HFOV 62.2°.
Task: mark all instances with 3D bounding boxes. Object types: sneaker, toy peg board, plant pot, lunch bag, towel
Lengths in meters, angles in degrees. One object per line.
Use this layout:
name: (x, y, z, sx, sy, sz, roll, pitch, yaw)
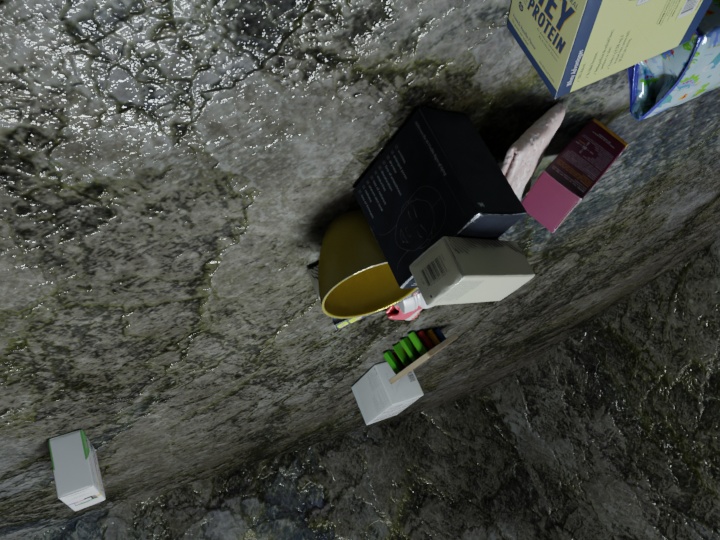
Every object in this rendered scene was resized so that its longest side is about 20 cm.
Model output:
sneaker: (0.131, 0.077, 1.526, 0.086, 0.074, 0.201, -8, 152, -31)
toy peg board: (0.188, 0.259, 1.980, 0.198, 0.098, 0.200, -22, 164, -50)
plant pot: (0.003, -0.024, 1.082, 0.197, 0.143, 0.201, -17, 155, -8)
lunch bag: (0.533, -0.346, 0.953, 0.168, 0.128, 0.201, -22, 147, -7)
towel: (0.280, -0.173, 1.039, 0.200, 0.032, 0.192, -43, 156, -41)

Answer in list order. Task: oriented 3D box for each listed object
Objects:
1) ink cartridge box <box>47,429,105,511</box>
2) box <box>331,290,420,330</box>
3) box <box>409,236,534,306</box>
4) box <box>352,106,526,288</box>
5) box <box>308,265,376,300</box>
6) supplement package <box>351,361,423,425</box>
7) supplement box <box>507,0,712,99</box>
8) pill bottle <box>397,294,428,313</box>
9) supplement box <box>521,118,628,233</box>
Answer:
ink cartridge box: (-0.714, 0.508, 1.509, 0.083, 0.146, 0.201, -14, 155, -21)
box: (0.018, 0.035, 1.274, 0.198, 0.111, 0.035, -24, 157, -4)
box: (0.169, 0.001, 0.888, 0.199, 0.069, 0.082, 0, 147, -48)
box: (0.116, -0.110, 0.944, 0.123, 0.202, 0.197, -6, 152, -39)
box: (0.000, 0.000, 1.215, 0.198, 0.069, 0.082, -24, 157, -2)
supplement package: (0.094, 0.433, 2.151, 0.149, 0.153, 0.200, -8, 152, -35)
supplement box: (0.302, -0.349, 0.701, 0.198, 0.135, 0.200, -23, 157, -4)
pill bottle: (0.174, 0.020, 1.395, 0.198, 0.114, 0.114, -21, 157, -8)
supplement box: (0.403, -0.181, 1.131, 0.200, 0.085, 0.111, -43, 167, -29)
